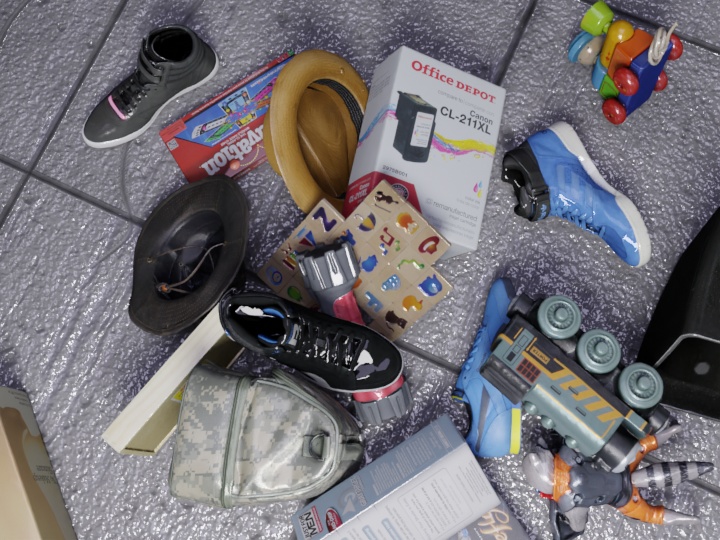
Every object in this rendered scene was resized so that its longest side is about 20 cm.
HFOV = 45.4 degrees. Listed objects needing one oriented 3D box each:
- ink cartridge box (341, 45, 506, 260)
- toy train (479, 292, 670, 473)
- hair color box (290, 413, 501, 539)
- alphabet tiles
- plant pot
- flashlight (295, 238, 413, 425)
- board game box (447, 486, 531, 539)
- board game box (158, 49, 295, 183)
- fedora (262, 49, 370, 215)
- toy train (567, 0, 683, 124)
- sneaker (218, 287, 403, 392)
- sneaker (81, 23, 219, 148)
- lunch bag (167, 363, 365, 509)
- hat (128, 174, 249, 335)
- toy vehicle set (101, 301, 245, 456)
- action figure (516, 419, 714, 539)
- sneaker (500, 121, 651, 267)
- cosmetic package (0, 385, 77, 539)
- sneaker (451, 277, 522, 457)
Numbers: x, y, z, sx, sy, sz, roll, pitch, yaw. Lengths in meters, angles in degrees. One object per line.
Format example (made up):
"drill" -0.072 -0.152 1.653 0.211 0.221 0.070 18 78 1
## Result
"ink cartridge box" 0.073 -0.133 0.991 0.144 0.083 0.203 17 76 -19
"toy train" 0.217 0.114 0.885 0.199 0.085 0.114 41 75 9
"hair color box" 0.038 0.251 0.904 0.199 0.061 0.100 -33 119 -2
"alphabet tiles" 0.000 0.000 0.941 0.167 0.008 0.200 43 122 -4
"plant pot" 0.415 0.048 0.909 0.197 0.200 0.180 14 65 6
"flashlight" -0.002 0.066 0.936 0.067 0.068 0.203 -26 108 -26
"board game box" 0.148 0.356 0.917 0.135 0.035 0.201 -35 77 -5
"board game box" -0.141 -0.182 1.073 0.199 0.019 0.104 -33 78 -6
"fedora" -0.055 -0.151 1.008 0.081 0.200 0.204 0 72 42
"toy train" 0.299 -0.264 0.980 0.084 0.200 0.116 -38 73 -7
"sneaker" -0.049 0.074 0.845 0.197 0.112 0.074 18 85 -2
"sneaker" -0.268 -0.231 1.050 0.199 0.099 0.071 -36 79 -5
"lunch bag" -0.086 0.176 0.893 0.165 0.200 0.142 8 79 9
"hat" -0.177 -0.007 0.991 0.199 0.081 0.203 -20 54 30
"toy vehicle set" -0.188 0.117 0.947 0.026 0.124 0.200 39 80 11
"action figure" 0.262 0.194 0.919 0.190 0.105 0.203 -1 79 -8
"sneaker" 0.239 -0.071 0.994 0.110 0.077 0.201 -27 72 -10
"cosmetic package" -0.384 0.233 0.939 0.070 0.105 0.202 -24 78 -4
"sneaker" 0.141 0.105 0.964 0.077 0.066 0.203 1 76 7
